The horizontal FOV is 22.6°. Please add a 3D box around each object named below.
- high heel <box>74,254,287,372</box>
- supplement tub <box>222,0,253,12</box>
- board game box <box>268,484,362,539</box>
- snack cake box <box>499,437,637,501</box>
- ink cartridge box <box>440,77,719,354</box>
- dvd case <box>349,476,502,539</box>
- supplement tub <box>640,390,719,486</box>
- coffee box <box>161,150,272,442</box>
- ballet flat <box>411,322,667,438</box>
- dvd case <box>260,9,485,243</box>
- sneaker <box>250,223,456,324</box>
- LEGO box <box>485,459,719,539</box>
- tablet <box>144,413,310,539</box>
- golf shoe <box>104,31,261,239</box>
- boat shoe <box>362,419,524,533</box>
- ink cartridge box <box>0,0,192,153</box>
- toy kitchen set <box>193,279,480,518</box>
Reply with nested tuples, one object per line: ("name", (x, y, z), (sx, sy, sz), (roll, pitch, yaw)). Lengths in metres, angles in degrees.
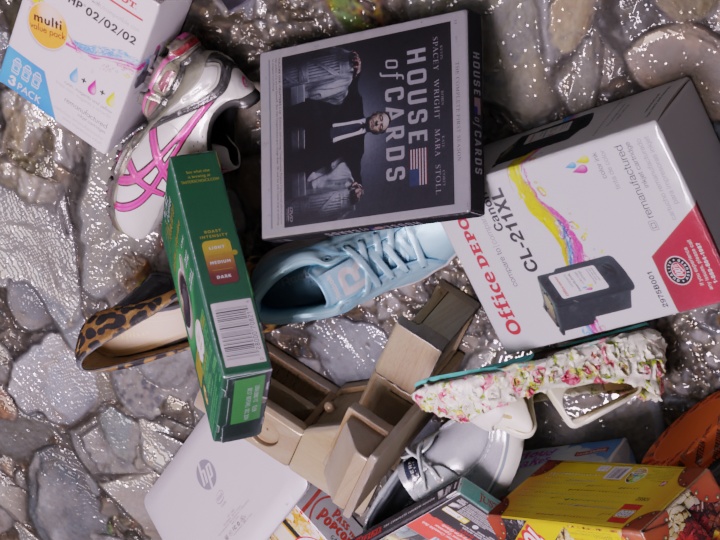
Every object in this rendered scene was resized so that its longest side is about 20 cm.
("high heel", (-0.137, 0.049, 1.506), (0.199, 0.143, 0.072), (-2, 117, 31))
("supplement tub", (-0.120, -0.291, 1.315), (0.107, 0.107, 0.201), (-23, 104, 37))
("board game box", (-0.075, 0.281, 1.674), (0.152, 0.046, 0.200), (49, 130, -4))
("snack cake box", (0.192, 0.244, 1.484), (0.115, 0.067, 0.201), (-11, 112, 36))
("ink cartridge box", (0.171, -0.035, 1.317), (0.199, 0.083, 0.146), (-17, 108, 36))
("dvd case", (0.070, 0.245, 1.467), (0.146, 0.022, 0.200), (34, 134, -21))
("supplement tub", (0.309, 0.193, 1.349), (0.200, 0.123, 0.122), (47, 130, -4))
("coffee box", (-0.115, 0.019, 1.425), (0.123, 0.044, 0.201), (104, 153, -59))
("ballet flat", (0.140, 0.091, 1.360), (0.199, 0.076, 0.064), (-14, 78, -2))
("dvd case", (0.006, -0.105, 1.351), (0.199, 0.025, 0.151), (-7, 81, 38))
("sneaker", (0.000, 0.000, 1.416), (0.199, 0.082, 0.074), (-24, 110, 20))
("LEGO box", (0.204, 0.223, 1.322), (0.149, 0.077, 0.200), (59, 154, -12))
("tablet", (-0.125, 0.201, 1.632), (0.130, 0.014, 0.200), (55, 128, 25))
("golf shoe", (-0.148, -0.092, 1.474), (0.092, 0.073, 0.200), (34, 129, 7))
("boat shoe", (0.063, 0.169, 1.448), (0.201, 0.071, 0.070), (-57, 43, 41))
("ink cartridge box", (-0.205, -0.209, 1.439), (0.115, 0.068, 0.200), (34, 129, 8))
("toy kitchen set", (-0.038, 0.093, 1.463), (0.180, 0.163, 0.201), (32, 129, 10))
